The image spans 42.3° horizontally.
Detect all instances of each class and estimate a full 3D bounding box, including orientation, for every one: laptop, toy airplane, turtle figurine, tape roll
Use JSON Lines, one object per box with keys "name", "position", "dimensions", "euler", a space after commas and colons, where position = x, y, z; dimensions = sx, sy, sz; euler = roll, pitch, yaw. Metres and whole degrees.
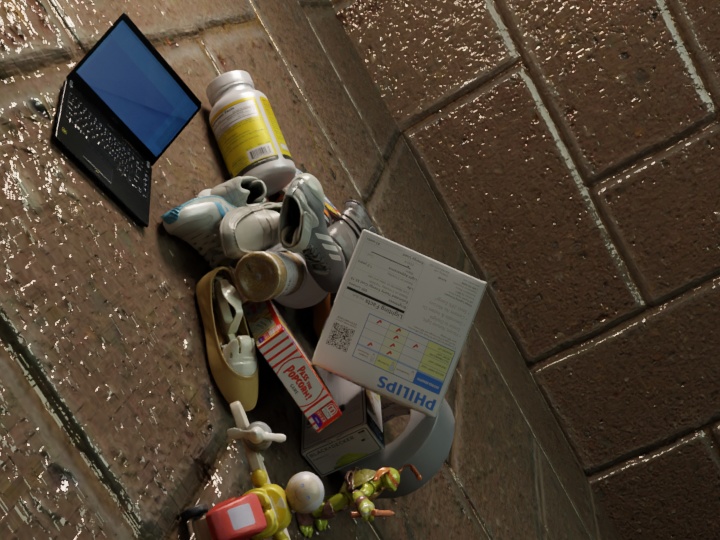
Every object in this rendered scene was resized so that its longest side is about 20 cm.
{"name": "laptop", "position": [-0.299, -0.198, 1.228], "dimensions": [0.178, 0.102, 0.202], "euler": [49, 21, -40]}
{"name": "toy airplane", "position": [-0.096, 0.273, 1.058], "dimensions": [0.201, 0.139, 0.201], "euler": [54, 17, -27]}
{"name": "turtle figurine", "position": [-0.009, 0.303, 1.252], "dimensions": [0.065, 0.159, 0.200], "euler": [61, 16, 0]}
{"name": "tape roll", "position": [0.046, 0.248, 1.441], "dimensions": [0.067, 0.197, 0.202], "euler": [53, 18, -37]}

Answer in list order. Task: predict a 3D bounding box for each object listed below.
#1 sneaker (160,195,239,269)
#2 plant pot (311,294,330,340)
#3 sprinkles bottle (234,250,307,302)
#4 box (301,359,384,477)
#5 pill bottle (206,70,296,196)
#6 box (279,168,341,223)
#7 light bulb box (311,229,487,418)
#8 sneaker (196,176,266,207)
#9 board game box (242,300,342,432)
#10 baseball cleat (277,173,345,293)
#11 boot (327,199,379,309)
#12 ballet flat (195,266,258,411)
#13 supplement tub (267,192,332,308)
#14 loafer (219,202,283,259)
{"name": "sneaker", "position": [-0.210, -0.052, 1.334], "dimensions": [0.199, 0.075, 0.082], "euler": [16, 54, -65]}
{"name": "plant pot", "position": [-0.012, 0.041, 1.649], "dimensions": [0.141, 0.200, 0.200], "euler": [52, 6, 39]}
{"name": "sprinkles bottle", "position": [-0.125, 0.006, 1.332], "dimensions": [0.069, 0.067, 0.200], "euler": [63, 7, 2]}
{"name": "box", "position": [-0.029, 0.206, 1.431], "dimensions": [0.061, 0.115, 0.202], "euler": [55, 16, -30]}
{"name": "pill bottle", "position": [-0.194, -0.235, 1.604], "dimensions": [0.204, 0.111, 0.112], "euler": [67, 17, 14]}
{"name": "box", "position": [-0.112, -0.150, 1.793], "dimensions": [0.137, 0.040, 0.199], "euler": [50, 9, 26]}
{"name": "light bulb box", "position": [0.052, 0.079, 1.338], "dimensions": [0.195, 0.204, 0.125], "euler": [23, -7, 2]}
{"name": "sneaker", "position": [-0.178, -0.108, 1.492], "dimensions": [0.077, 0.091, 0.200], "euler": [63, 15, 5]}
{"name": "board game box", "position": [-0.103, 0.124, 1.329], "dimensions": [0.153, 0.046, 0.200], "euler": [58, -4, -20]}
{"name": "baseball cleat", "position": [-0.077, -0.036, 1.348], "dimensions": [0.107, 0.068, 0.203], "euler": [-54, 136, -47]}
{"name": "boot", "position": [0.000, 0.000, 1.491], "dimensions": [0.132, 0.069, 0.204], "euler": [-47, 129, -44]}
{"name": "ballet flat", "position": [-0.174, 0.086, 1.238], "dimensions": [0.068, 0.063, 0.203], "euler": [0, 59, -42]}
{"name": "supplement tub", "position": [-0.104, -0.043, 1.568], "dimensions": [0.123, 0.121, 0.202], "euler": [52, 19, -32]}
{"name": "loafer", "position": [-0.143, -0.063, 1.335], "dimensions": [0.200, 0.068, 0.072], "euler": [-46, 125, -68]}
